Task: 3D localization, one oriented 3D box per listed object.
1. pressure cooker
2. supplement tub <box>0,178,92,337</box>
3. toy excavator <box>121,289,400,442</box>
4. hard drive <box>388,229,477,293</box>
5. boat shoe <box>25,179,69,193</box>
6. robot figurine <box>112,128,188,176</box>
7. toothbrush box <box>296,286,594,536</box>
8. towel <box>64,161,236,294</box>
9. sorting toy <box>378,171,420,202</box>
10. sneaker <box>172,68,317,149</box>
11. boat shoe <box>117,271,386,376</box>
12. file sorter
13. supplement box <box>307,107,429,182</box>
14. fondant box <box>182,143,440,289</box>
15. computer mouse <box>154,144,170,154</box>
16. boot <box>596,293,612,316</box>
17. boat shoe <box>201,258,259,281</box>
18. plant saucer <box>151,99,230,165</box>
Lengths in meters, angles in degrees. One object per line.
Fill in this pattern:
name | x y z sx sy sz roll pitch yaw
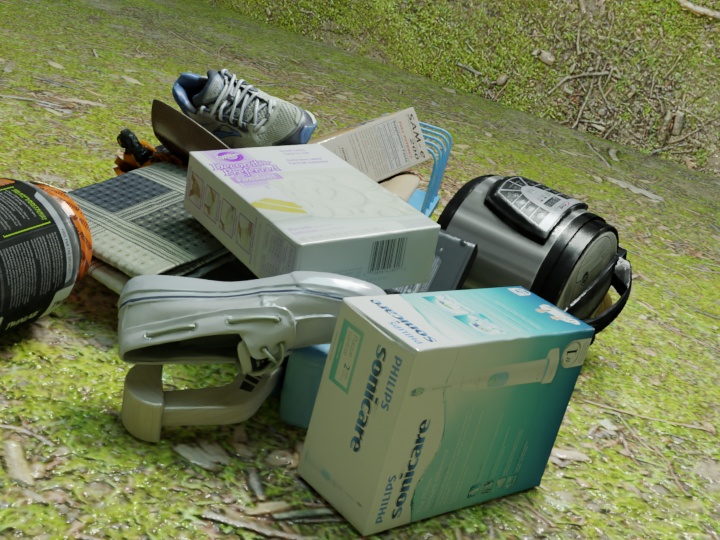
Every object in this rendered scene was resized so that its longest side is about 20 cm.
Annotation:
pressure cooker | 0.189 0.004 1.046 0.200 0.176 0.179 28 -4 29
supplement tub | -0.304 -0.004 0.753 0.122 0.123 0.200 20 19 13
toy excavator | -0.067 0.080 0.770 0.194 0.100 0.200 16 27 5
hard drive | 0.000 0.000 0.979 0.199 0.140 0.033 22 -18 16
boat shoe | -0.250 -0.040 0.988 0.199 0.063 0.073 11 19 -14
robot figurine | -0.215 -0.092 1.115 0.200 0.058 0.145 31 -13 45
toothbrush box | 0.066 0.097 0.728 0.199 0.147 0.085 -4 26 -42
towel | -0.194 -0.043 0.922 0.200 0.035 0.192 23 33 32
sorting toy | -0.030 -0.066 1.160 0.199 0.037 0.185 -17 10 13
sneaker | -0.129 -0.161 0.997 0.200 0.077 0.085 19 -18 43
boat shoe | -0.079 0.047 0.710 0.199 0.074 0.067 -1 57 1
file sorter | 0.057 -0.156 1.469 0.138 0.123 0.200 18 19 6
supplement box | -0.031 -0.132 1.195 0.200 0.074 0.126 -26 12 -37
fondant box | -0.048 -0.048 0.854 0.144 0.058 0.200 -9 31 -35
computer mouse | -0.208 -0.133 1.318 0.199 0.046 0.140 7 21 12
boot | 0.217 -0.002 1.241 0.199 0.073 0.155 24 9 -5
boat shoe | -0.076 0.025 0.919 0.199 0.061 0.074 18 -15 16
plant saucer | -0.158 -0.112 1.069 0.200 0.032 0.200 38 -7 6
